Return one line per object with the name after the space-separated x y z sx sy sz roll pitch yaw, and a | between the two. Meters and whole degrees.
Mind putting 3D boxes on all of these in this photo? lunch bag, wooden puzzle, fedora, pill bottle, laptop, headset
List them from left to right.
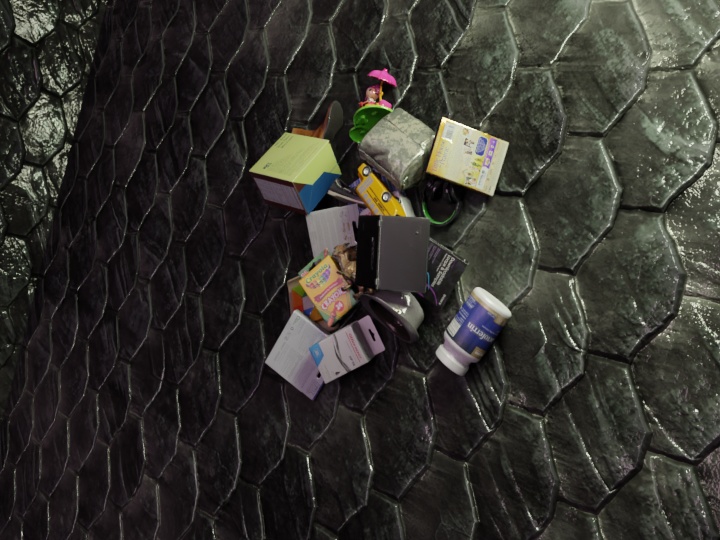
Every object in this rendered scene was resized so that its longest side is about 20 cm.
-0.156 0.104 1.795 0.181 0.037 0.207 -21 70 29 | wooden puzzle
0.080 -0.047 1.518 0.198 0.112 0.195 9 96 62 | laptop
0.099 0.103 1.563 0.198 0.178 0.091 38 72 19 | fedora
0.106 -0.333 1.601 0.166 0.141 0.200 -37 63 -19 | lunch bag
0.222 -0.224 1.567 0.121 0.093 0.207 16 100 34 | headset
0.281 0.156 1.441 0.115 0.114 0.203 41 105 32 | pill bottle

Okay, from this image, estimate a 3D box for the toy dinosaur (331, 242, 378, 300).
0.000 0.000 1.655 0.138 0.197 0.086 -61 6 -32 | toy dinosaur

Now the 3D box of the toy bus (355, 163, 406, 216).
0.051 -0.205 1.597 0.078 0.064 0.202 -45 60 19 | toy bus

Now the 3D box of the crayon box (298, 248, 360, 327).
-0.098 0.050 1.712 0.126 0.051 0.202 -39 78 9 | crayon box

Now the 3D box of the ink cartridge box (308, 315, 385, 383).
-0.039 0.227 1.649 0.197 0.066 0.118 -30 86 22 | ink cartridge box

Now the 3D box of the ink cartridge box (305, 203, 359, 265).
-0.069 -0.109 1.742 0.194 0.057 0.169 -8 97 28 | ink cartridge box

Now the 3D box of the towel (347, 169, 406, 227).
0.041 -0.237 1.738 0.197 0.024 0.149 -32 61 24 | towel

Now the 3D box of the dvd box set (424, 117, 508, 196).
0.280 -0.298 1.507 0.194 0.029 0.151 17 91 -7 | dvd box set

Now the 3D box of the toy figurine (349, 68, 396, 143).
0.046 -0.516 1.747 0.198 0.147 0.190 -26 51 53 | toy figurine

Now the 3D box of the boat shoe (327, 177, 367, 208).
-0.023 -0.236 1.725 0.197 0.072 0.064 24 90 43 | boat shoe

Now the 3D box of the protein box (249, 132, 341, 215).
-0.203 -0.308 1.799 0.196 0.137 0.200 17 57 34 | protein box

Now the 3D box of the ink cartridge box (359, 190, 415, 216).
0.095 -0.097 1.633 0.144 0.085 0.206 -26 66 27 | ink cartridge box

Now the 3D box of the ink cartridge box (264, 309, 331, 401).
-0.170 0.259 1.754 0.198 0.040 0.203 35 103 10 | ink cartridge box

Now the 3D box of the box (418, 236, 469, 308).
0.171 -0.012 1.520 0.197 0.036 0.146 32 108 7 | box

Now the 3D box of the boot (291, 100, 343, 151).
-0.151 -0.465 1.902 0.196 0.067 0.196 10 94 42 | boot
